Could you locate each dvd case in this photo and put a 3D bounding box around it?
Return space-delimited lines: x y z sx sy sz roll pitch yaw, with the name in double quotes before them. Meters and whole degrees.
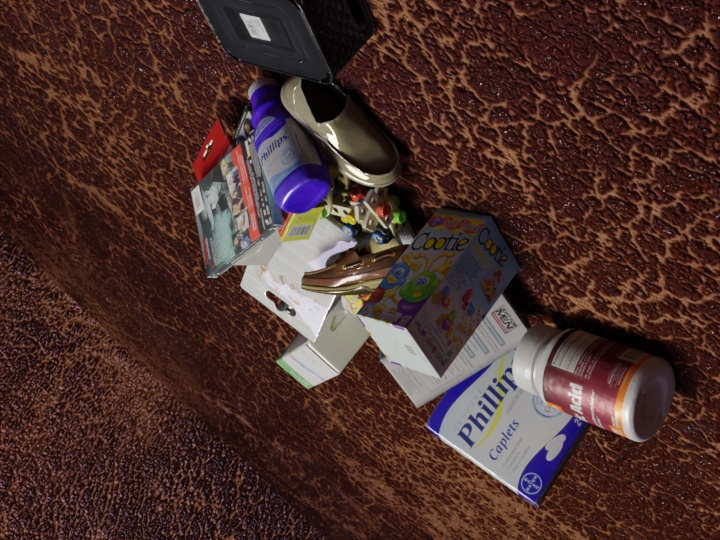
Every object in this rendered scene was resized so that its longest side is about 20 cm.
"dvd case" -0.183 -0.093 1.700 0.200 0.022 0.147 -33 64 47

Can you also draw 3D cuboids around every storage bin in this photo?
"storage bin" -0.095 -0.317 1.402 0.199 0.094 0.136 20 151 39

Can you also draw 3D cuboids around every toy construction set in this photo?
"toy construction set" -0.005 -0.103 1.657 0.200 0.092 0.132 33 152 50

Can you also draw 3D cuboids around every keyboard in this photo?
"keyboard" 0.081 -0.017 1.786 0.056 0.011 0.201 20 150 41

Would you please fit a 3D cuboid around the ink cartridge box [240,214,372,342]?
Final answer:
"ink cartridge box" -0.085 -0.015 1.795 0.162 0.050 0.201 35 125 17

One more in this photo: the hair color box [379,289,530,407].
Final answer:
"hair color box" 0.135 0.098 1.675 0.099 0.199 0.061 52 -165 -21

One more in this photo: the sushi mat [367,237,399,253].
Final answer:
"sushi mat" 0.035 -0.037 1.811 0.095 0.012 0.201 31 157 40

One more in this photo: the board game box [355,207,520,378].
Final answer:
"board game box" 0.106 0.027 1.576 0.103 0.200 0.105 13 147 48

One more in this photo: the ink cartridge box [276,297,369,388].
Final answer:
"ink cartridge box" -0.054 0.119 2.079 0.087 0.146 0.200 41 158 -4

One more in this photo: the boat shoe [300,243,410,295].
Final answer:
"boat shoe" 0.000 0.000 1.686 0.198 0.068 0.072 -5 174 35

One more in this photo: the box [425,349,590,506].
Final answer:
"box" 0.227 0.215 1.735 0.199 0.185 0.105 33 176 17

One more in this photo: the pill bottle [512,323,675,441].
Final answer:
"pill bottle" 0.311 0.146 1.585 0.199 0.114 0.115 19 150 42

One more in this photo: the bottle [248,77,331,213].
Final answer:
"bottle" -0.104 -0.176 1.604 0.065 0.083 0.201 12 -134 -45

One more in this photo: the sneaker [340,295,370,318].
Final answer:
"sneaker" 0.010 0.035 1.899 0.090 0.078 0.200 44 173 24

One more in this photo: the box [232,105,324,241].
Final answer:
"box" -0.119 -0.141 1.679 0.201 0.050 0.075 63 142 28

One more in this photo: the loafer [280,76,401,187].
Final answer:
"loafer" -0.025 -0.189 1.550 0.200 0.076 0.068 41 164 1

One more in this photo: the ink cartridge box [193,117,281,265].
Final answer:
"ink cartridge box" -0.178 -0.120 1.767 0.116 0.067 0.201 -53 50 39

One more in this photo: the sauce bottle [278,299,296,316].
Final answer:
"sauce bottle" -0.077 -0.011 1.854 0.064 0.065 0.201 35 121 10
